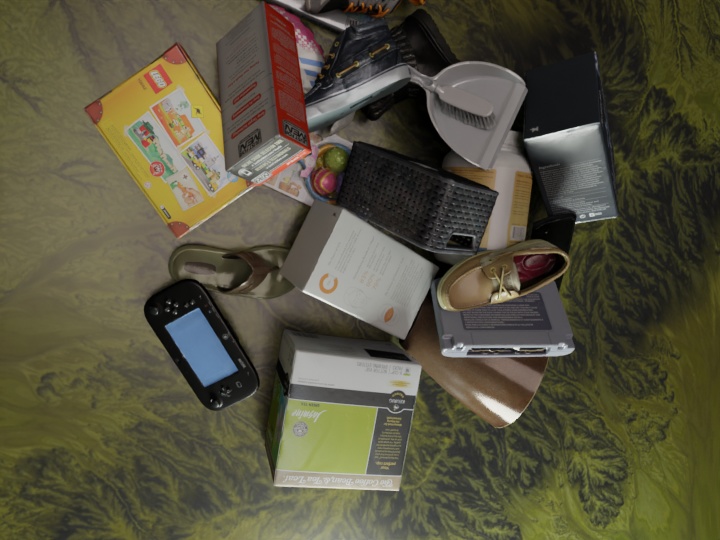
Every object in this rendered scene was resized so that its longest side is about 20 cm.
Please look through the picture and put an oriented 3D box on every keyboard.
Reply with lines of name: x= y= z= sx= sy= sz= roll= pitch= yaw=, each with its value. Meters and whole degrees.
keyboard: x=0.295 y=-0.014 z=0.933 sx=0.101 sy=0.040 sz=0.203 roll=-12 pitch=132 yaw=-8

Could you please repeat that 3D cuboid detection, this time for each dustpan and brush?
dustpan and brush: x=0.123 y=-0.247 z=0.783 sx=0.197 sy=0.057 sz=0.142 roll=26 pitch=89 yaw=13

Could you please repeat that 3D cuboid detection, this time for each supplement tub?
supplement tub: x=0.193 y=-0.110 z=0.867 sx=0.141 sy=0.144 sz=0.206 roll=4 pitch=97 yaw=-17

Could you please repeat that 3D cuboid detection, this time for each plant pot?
plant pot: x=0.168 y=0.118 z=0.888 sx=0.197 sy=0.187 sz=0.190 roll=27 pitch=89 yaw=-4

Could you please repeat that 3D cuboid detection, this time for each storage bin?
storage bin: x=0.077 y=-0.104 z=0.783 sx=0.133 sy=0.198 sz=0.096 roll=1 pitch=114 yaw=-47

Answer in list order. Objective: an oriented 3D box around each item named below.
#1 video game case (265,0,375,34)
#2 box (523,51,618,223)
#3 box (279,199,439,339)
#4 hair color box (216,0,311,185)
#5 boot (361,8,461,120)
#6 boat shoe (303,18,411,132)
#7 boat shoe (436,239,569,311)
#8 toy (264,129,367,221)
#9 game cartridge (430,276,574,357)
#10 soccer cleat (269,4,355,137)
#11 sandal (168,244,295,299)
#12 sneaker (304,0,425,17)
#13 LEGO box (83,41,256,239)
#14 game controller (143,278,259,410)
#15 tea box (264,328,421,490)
video game case: x=-0.042 y=-0.466 z=0.810 sx=0.178 sy=0.022 sz=0.205 roll=16 pitch=93 yaw=-18
box: x=0.324 y=-0.193 z=0.847 sx=0.200 sy=0.105 sz=0.151 roll=49 pitch=43 yaw=-45
box: x=0.000 y=0.000 z=0.825 sx=0.198 sy=0.097 sz=0.127 roll=28 pitch=89 yaw=-33
hair color box: x=-0.128 y=-0.226 z=0.710 sx=0.061 sy=0.100 sz=0.205 roll=18 pitch=57 yaw=-50
boot: x=0.080 y=-0.269 z=0.843 sx=0.157 sy=0.079 sz=0.213 roll=-39 pitch=96 yaw=-15
boat shoe: x=-0.035 y=-0.260 z=0.750 sx=0.197 sy=0.071 sz=0.093 roll=-26 pitch=91 yaw=-4
boat shoe: x=0.201 y=0.006 z=0.774 sx=0.196 sy=0.066 sz=0.076 roll=-23 pitch=104 yaw=-13
toy: x=-0.053 y=-0.151 z=0.836 sx=0.196 sy=0.047 sz=0.117 roll=23 pitch=92 yaw=-18
game cartridge: x=0.205 y=0.062 z=0.818 sx=0.194 sy=0.041 sz=0.136 roll=1 pitch=56 yaw=-7
soccer cleat: x=-0.085 y=-0.281 z=0.789 sx=0.200 sy=0.069 sz=0.087 roll=46 pitch=61 yaw=-19
sandal: x=-0.180 y=0.005 z=0.813 sx=0.196 sy=0.057 sz=0.082 roll=1 pitch=97 yaw=-17
sneaker: x=0.015 y=-0.398 z=0.788 sx=0.196 sy=0.078 sz=0.079 roll=-24 pitch=112 yaw=-12
LEGO box: x=-0.242 y=-0.171 z=0.750 sx=0.147 sy=0.077 sz=0.202 roll=-33 pitch=105 yaw=-2
game controller: x=-0.229 y=0.111 z=0.810 sx=0.103 sy=0.042 sz=0.203 roll=-23 pitch=106 yaw=20
tea box: x=-0.032 y=0.211 z=0.847 sx=0.195 sy=0.133 sz=0.202 roll=10 pitch=94 yaw=-18
